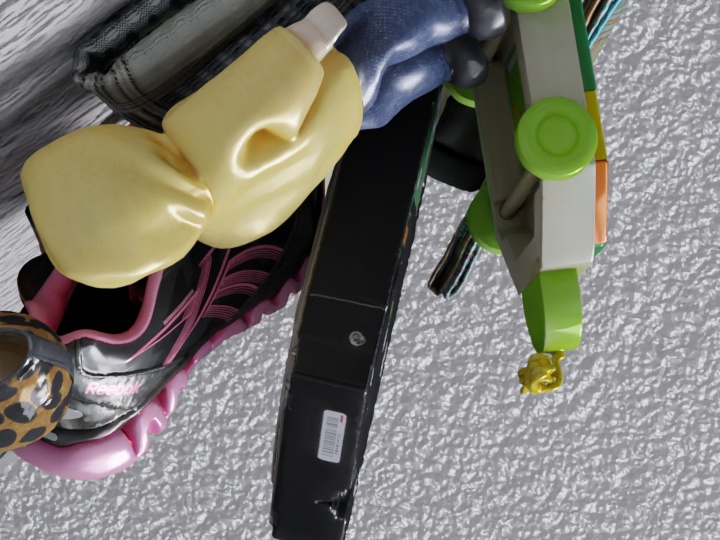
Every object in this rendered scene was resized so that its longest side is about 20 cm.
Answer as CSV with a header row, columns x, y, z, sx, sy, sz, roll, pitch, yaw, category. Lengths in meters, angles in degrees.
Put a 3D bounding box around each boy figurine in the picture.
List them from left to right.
x,y,z,sx,sy,sz,roll,pitch,yaw,category
-0.039,-0.054,1.008,0.200,0.065,0.124,-31,163,-19,boy figurine

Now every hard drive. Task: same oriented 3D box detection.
x,y,z,sx,sy,sz,roll,pitch,yaw,category
0.000,0.000,1.120,0.140,0.038,0.201,99,5,-57,hard drive

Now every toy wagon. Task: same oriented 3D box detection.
x,y,z,sx,sy,sz,roll,pitch,yaw,category
0.071,-0.048,1.096,0.039,0.201,0.155,-8,170,-7,toy wagon

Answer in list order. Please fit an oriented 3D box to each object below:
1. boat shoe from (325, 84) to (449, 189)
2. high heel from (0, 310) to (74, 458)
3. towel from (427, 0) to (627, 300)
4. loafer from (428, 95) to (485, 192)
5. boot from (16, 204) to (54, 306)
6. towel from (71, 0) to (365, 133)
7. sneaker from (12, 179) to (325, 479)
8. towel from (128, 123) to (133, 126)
x,y,z,sx,sy,sz,roll,pitch,yaw,category
0.033,-0.118,1.229,0.201,0.063,0.074,-44,148,24,boat shoe
-0.208,0.051,0.959,0.199,0.072,0.143,-5,162,-25,high heel
0.099,-0.090,1.260,0.200,0.022,0.147,-62,176,29,towel
0.038,-0.107,1.355,0.063,0.072,0.200,-61,-156,18,loafer
-0.109,0.023,1.215,0.074,0.097,0.200,-21,-161,1,boot
-0.015,-0.120,1.068,0.200,0.035,0.193,-38,172,2,towel
-0.077,-0.010,1.072,0.200,0.079,0.096,-55,156,-34,sneaker
-0.032,-0.119,1.275,0.145,0.023,0.200,-41,178,35,towel
